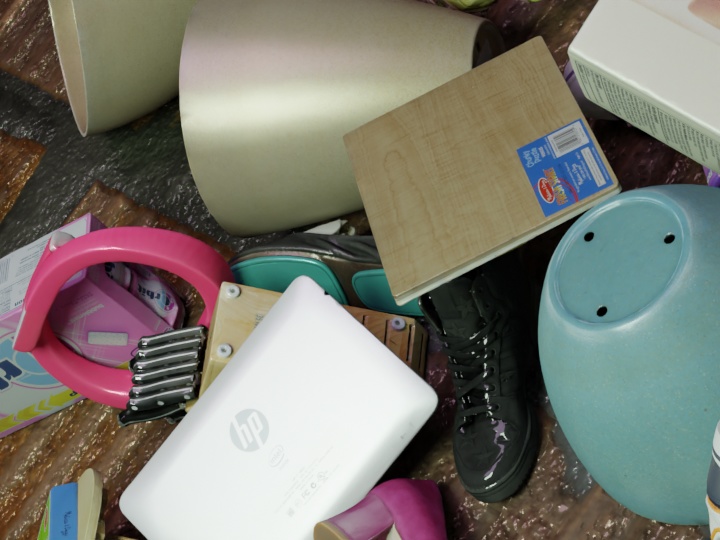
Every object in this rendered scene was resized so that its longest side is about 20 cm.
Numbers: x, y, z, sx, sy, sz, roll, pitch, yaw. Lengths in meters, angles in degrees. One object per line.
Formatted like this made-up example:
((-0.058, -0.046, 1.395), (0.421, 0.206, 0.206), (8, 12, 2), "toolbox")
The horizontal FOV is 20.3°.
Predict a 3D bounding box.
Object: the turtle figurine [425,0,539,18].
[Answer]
((0.080, -0.209, 1.455), (0.161, 0.199, 0.065), (170, 104, -66), "turtle figurine")

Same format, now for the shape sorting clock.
((-0.207, 0.232, 1.364), (0.200, 0.039, 0.201), (-166, 90, -78), "shape sorting clock")

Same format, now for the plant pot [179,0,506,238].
((0.000, -0.122, 1.430), (0.199, 0.188, 0.188), (-3, 57, 23), "plant pot")

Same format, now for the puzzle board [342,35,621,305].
((0.072, -0.065, 1.267), (0.150, 0.017, 0.200), (-26, 34, 6), "puzzle board")

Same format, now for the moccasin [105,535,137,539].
((-0.135, 0.215, 1.341), (0.073, 0.078, 0.202), (20, 74, 43), "moccasin")

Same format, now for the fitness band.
((-0.168, 0.033, 1.438), (0.200, 0.143, 0.038), (123, 159, -49), "fitness band")

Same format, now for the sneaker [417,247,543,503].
((0.071, 0.038, 1.280), (0.060, 0.104, 0.201), (-13, 51, 34), "sneaker")

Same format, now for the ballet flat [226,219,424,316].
((0.000, 0.000, 1.406), (0.199, 0.068, 0.068), (3, 39, 31), "ballet flat")

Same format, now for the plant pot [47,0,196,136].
((-0.183, -0.221, 1.664), (0.134, 0.201, 0.201), (-11, 41, -13), "plant pot")

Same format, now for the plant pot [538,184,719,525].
((0.181, 0.028, 1.169), (0.199, 0.135, 0.201), (-22, 47, 26), "plant pot")

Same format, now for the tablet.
((-0.055, 0.117, 1.295), (0.130, 0.014, 0.200), (41, 96, 20), "tablet")

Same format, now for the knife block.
((-0.066, 0.086, 1.409), (0.199, 0.176, 0.064), (11, 57, -6), "knife block")

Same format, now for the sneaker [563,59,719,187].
((0.209, -0.099, 1.294), (0.200, 0.073, 0.115), (-5, 60, 39), "sneaker")

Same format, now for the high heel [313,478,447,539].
((0.064, 0.199, 1.215), (0.096, 0.068, 0.200), (-21, 41, -33), "high heel")

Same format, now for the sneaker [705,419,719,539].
((0.272, 0.145, 1.051), (0.199, 0.078, 0.080), (24, 120, 35), "sneaker")

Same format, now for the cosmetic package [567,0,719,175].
((0.231, -0.102, 1.183), (0.199, 0.103, 0.088), (33, 86, 16), "cosmetic package")

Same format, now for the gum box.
((-0.240, 0.044, 1.539), (0.199, 0.113, 0.066), (-25, 45, 25), "gum box")
